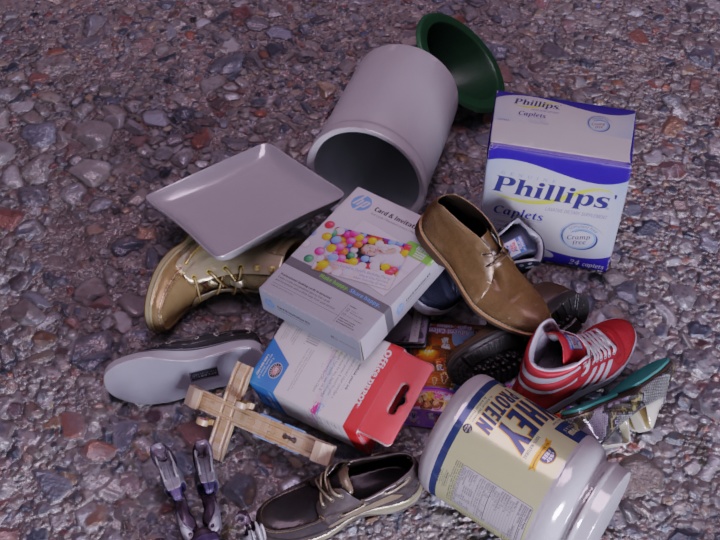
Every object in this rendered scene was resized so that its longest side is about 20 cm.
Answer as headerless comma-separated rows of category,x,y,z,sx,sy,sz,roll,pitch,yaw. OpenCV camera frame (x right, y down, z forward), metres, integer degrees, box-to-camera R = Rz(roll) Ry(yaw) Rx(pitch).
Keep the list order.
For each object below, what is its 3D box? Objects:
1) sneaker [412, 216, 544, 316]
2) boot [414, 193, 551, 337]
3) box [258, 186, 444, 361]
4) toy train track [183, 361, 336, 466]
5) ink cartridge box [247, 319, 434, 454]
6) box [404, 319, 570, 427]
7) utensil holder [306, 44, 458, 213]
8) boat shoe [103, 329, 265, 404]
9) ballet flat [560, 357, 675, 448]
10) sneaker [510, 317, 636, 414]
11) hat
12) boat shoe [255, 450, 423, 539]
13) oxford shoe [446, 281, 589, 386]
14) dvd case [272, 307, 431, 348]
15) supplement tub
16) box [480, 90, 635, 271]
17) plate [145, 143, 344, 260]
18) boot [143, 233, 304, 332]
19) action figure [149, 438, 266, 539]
sneaker,0.147,-0.008,1.522,0.198,0.108,0.071,-17,76,-43
boot,0.148,-0.005,1.417,0.200,0.076,0.074,44,59,7
box,0.000,0.000,1.471,0.155,0.042,0.200,26,55,29
toy train track,-0.121,0.176,1.406,0.198,0.032,0.116,19,91,22
ink cartridge box,-0.017,0.132,1.441,0.198,0.068,0.117,23,68,25
box,0.155,0.131,1.490,0.196,0.039,0.138,5,49,4
utensil holder,0.035,-0.188,1.683,0.167,0.171,0.201,13,48,11
boat shoe,-0.212,0.113,1.494,0.197,0.070,0.057,-7,30,-9
ballet flat,0.309,0.165,1.444,0.199,0.073,0.072,-21,50,-39
sneaker,0.257,0.090,1.425,0.199,0.113,0.071,-31,59,-27
hat,0.090,-0.274,1.857,0.199,0.176,0.167,35,44,-20
boat shoe,-0.024,0.243,1.369,0.197,0.074,0.075,-18,51,-15
oxford shoe,0.175,0.075,1.476,0.198,0.074,0.084,-26,37,-25
dvd case,-0.004,0.037,1.559,0.197,0.016,0.150,-1,48,16
supplement tub,0.178,0.221,1.339,0.198,0.146,0.145,29,55,21
box,0.249,-0.113,1.595,0.181,0.202,0.106,9,50,8
plate,-0.150,-0.086,1.600,0.198,0.033,0.199,-28,39,-25
boot,-0.170,0.014,1.563,0.153,0.074,0.201,14,44,20
action figure,-0.174,0.283,1.340,0.128,0.070,0.202,-11,53,-17
